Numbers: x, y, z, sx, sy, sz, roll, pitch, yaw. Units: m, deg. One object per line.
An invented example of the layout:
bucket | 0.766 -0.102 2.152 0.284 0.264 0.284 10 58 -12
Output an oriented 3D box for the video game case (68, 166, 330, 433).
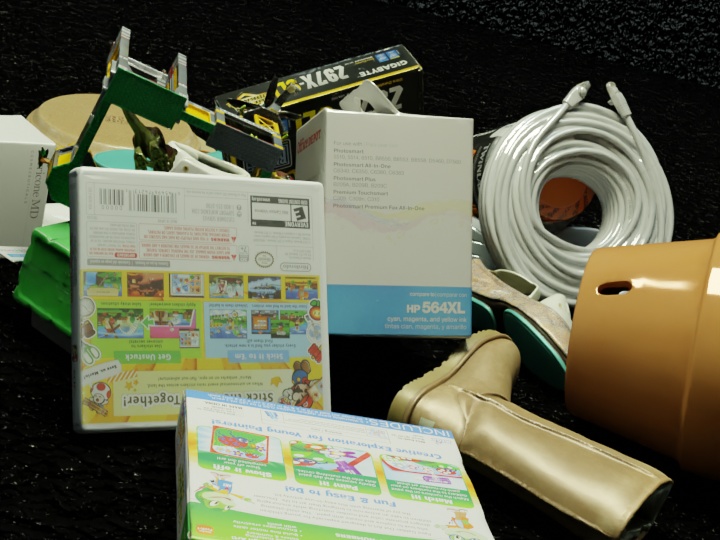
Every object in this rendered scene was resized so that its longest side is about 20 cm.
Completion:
video game case | -0.113 0.022 1.036 0.199 0.183 0.023 2 -7 -33

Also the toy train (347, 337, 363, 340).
toy train | 0.000 0.000 1.329 0.114 0.085 0.200 34 21 14

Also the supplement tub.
supplement tub | 0.163 -0.094 1.536 0.122 0.123 0.200 7 -6 -21

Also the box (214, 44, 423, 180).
box | -0.036 -0.120 1.402 0.199 0.160 0.049 -17 43 -15

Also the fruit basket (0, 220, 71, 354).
fruit basket | -0.167 0.027 1.149 0.185 0.094 0.200 28 8 35

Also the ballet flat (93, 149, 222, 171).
ballet flat | -0.173 -0.085 1.437 0.199 0.071 0.069 -7 37 -24

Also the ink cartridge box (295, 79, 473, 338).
ink cartridge box | 0.016 -0.046 1.171 0.124 0.201 0.129 2 -3 -14

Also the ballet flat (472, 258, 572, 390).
ballet flat | 0.149 0.039 1.309 0.067 0.068 0.200 -31 42 -22

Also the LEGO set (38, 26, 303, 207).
LEGO set | -0.152 -0.103 1.159 0.199 0.154 0.116 15 24 -15

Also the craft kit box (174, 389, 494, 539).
craft kit box | -0.019 0.151 0.929 0.199 0.049 0.198 10 17 -11

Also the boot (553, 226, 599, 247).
boot | 0.275 -0.008 1.575 0.199 0.074 0.096 17 11 -18

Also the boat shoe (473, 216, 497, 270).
boat shoe | 0.119 -0.014 1.487 0.199 0.074 0.067 26 1 16

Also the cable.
cable | 0.207 -0.061 1.401 0.200 0.201 0.069 -33 2 -17

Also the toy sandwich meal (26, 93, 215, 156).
toy sandwich meal | -0.260 -0.129 1.531 0.204 0.071 0.205 10 23 -4

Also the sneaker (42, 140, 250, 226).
sneaker | -0.201 -0.069 1.318 0.199 0.116 0.074 6 22 -18

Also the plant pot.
plant pot | 0.246 0.061 1.161 0.139 0.201 0.200 9 17 16

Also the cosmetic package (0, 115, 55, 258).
cosmetic package | -0.369 -0.072 1.212 0.199 0.113 0.081 -3 24 -35

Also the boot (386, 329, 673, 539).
boot | 0.142 0.128 1.085 0.199 0.066 0.175 23 33 27
